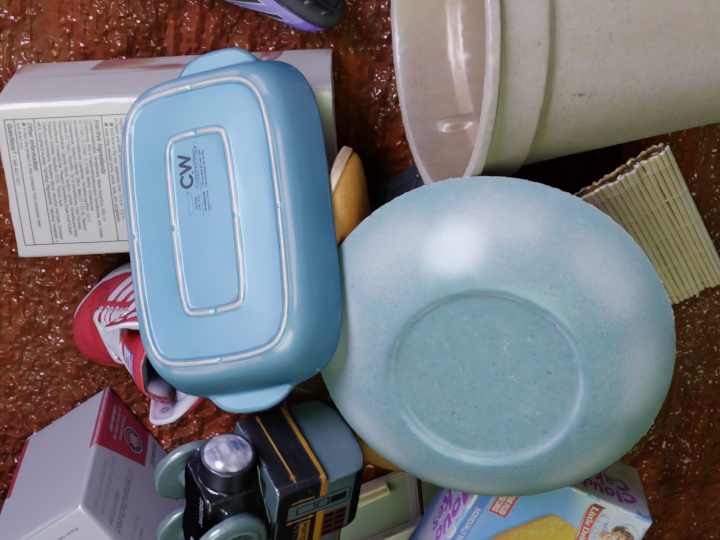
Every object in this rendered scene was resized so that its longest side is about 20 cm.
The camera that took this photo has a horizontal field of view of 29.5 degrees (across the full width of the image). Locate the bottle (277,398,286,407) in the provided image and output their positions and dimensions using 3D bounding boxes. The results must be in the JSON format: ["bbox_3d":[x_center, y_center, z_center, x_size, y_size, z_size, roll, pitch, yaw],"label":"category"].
[{"bbox_3d":[0.007,0.075,0.908,0.065,0.084,0.200,31,128,-28],"label":"bottle"}]

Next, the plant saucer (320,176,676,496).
[{"bbox_3d":[0.069,0.049,0.733,0.198,0.039,0.203,4,117,9],"label":"plant saucer"}]

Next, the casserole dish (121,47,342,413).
[{"bbox_3d":[-0.075,-0.025,0.736,0.120,0.039,0.202,-10,81,21],"label":"casserole dish"}]

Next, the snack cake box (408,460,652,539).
[{"bbox_3d":[0.091,0.203,0.907,0.114,0.067,0.201,24,112,-10],"label":"snack cake box"}]

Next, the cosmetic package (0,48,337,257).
[{"bbox_3d":[-0.112,-0.074,0.839,0.197,0.087,0.104,-1,115,0],"label":"cosmetic package"}]

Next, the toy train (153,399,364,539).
[{"bbox_3d":[-0.060,0.164,0.819,0.113,0.085,0.201,-15,137,-24],"label":"toy train"}]

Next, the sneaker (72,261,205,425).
[{"bbox_3d":[-0.136,0.044,0.845,0.199,0.112,0.072,-14,110,40],"label":"sneaker"}]

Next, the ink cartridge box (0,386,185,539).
[{"bbox_3d":[-0.150,0.205,0.943,0.083,0.146,0.201,-32,114,12],"label":"ink cartridge box"}]

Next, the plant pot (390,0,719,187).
[{"bbox_3d":[0.127,-0.145,0.768,0.181,0.201,0.203,-4,117,-12],"label":"plant pot"}]

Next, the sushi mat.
[{"bbox_3d":[0.171,-0.011,0.857,0.095,0.012,0.200,-31,148,9],"label":"sushi mat"}]

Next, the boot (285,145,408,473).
[{"bbox_3d":[0.035,0.032,0.790,0.142,0.071,0.203,14,123,10],"label":"boot"}]

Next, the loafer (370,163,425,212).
[{"bbox_3d":[0.000,0.000,0.891,0.199,0.072,0.063,-33,119,11],"label":"loafer"}]

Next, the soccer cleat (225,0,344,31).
[{"bbox_3d":[-0.101,-0.193,0.801,0.199,0.069,0.073,30,132,-17],"label":"soccer cleat"}]

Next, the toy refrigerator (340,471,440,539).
[{"bbox_3d":[0.070,0.171,0.971,0.198,0.076,0.070,-24,115,11],"label":"toy refrigerator"}]
